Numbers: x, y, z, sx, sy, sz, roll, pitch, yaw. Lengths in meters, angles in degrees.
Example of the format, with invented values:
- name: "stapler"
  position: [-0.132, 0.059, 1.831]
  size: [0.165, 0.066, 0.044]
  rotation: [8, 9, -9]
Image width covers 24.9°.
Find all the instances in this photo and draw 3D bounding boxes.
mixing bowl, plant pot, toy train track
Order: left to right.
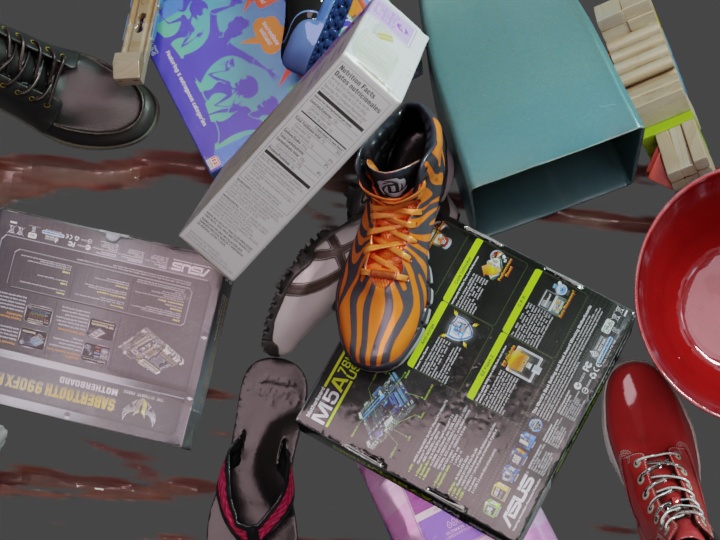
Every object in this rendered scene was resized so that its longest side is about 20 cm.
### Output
- name: "toy train track"
  position: [-0.177, -0.245, 1.350]
  size: [0.114, 0.033, 0.201]
  rotation: [-1, 62, 16]
- name: "plant pot"
  position: [0.122, -0.156, 1.304]
  size: [0.140, 0.141, 0.201]
  rotation: [-19, 74, 1]
- name: "mixing bowl"
  position: [0.308, 0.025, 1.279]
  size: [0.198, 0.108, 0.202]
  rotation: [-1, 82, 4]

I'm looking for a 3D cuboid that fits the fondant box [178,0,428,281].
- name: "fondant box"
  position: [-0.041, -0.102, 1.229]
  size: [0.058, 0.145, 0.200]
  rotation: [41, 116, -10]

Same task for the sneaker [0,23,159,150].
- name: "sneaker"
  position: [-0.267, -0.157, 1.340]
  size: [0.198, 0.106, 0.075]
  rotation: [17, 83, 6]

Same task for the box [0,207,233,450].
- name: "box"
  position: [-0.216, 0.048, 1.337]
  size: [0.198, 0.048, 0.160]
  rotation: [12, 83, 5]

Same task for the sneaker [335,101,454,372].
- name: "sneaker"
  position: [0.017, -0.032, 1.200]
  size: [0.077, 0.112, 0.202]
  rotation: [6, 71, 12]

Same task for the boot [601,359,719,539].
- name: "boot"
  position: [0.235, 0.161, 1.246]
  size: [0.072, 0.144, 0.202]
  rotation: [-14, 80, 3]

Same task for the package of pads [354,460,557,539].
- name: "package of pads"
  position: [0.069, 0.167, 1.290]
  size: [0.120, 0.076, 0.201]
  rotation: [-25, 81, -3]

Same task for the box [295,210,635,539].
- name: "box"
  position: [0.081, 0.078, 1.242]
  size: [0.192, 0.048, 0.201]
  rotation: [26, 77, 14]

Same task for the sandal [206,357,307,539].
- name: "sandal"
  position: [-0.083, 0.169, 1.313]
  size: [0.074, 0.045, 0.202]
  rotation: [6, 82, 4]

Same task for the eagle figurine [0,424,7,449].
- name: "eagle figurine"
  position: [-0.360, 0.211, 1.279]
  size: [0.150, 0.151, 0.201]
  rotation: [-31, 60, 34]

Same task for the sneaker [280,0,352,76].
- name: "sneaker"
  position: [-0.039, -0.254, 1.318]
  size: [0.077, 0.070, 0.201]
  rotation: [17, 75, 7]

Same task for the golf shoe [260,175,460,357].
- name: "golf shoe"
  position: [0.000, 0.000, 1.317]
  size: [0.094, 0.078, 0.200]
  rotation: [37, 87, 7]

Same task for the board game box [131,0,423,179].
- name: "board game box"
  position: [-0.069, -0.187, 1.364]
  size: [0.199, 0.045, 0.153]
  rotation: [-29, 81, -1]

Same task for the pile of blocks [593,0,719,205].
- name: "pile of blocks"
  position: [0.234, -0.139, 1.330]
  size: [0.062, 0.082, 0.201]
  rotation: [-21, 71, 15]
